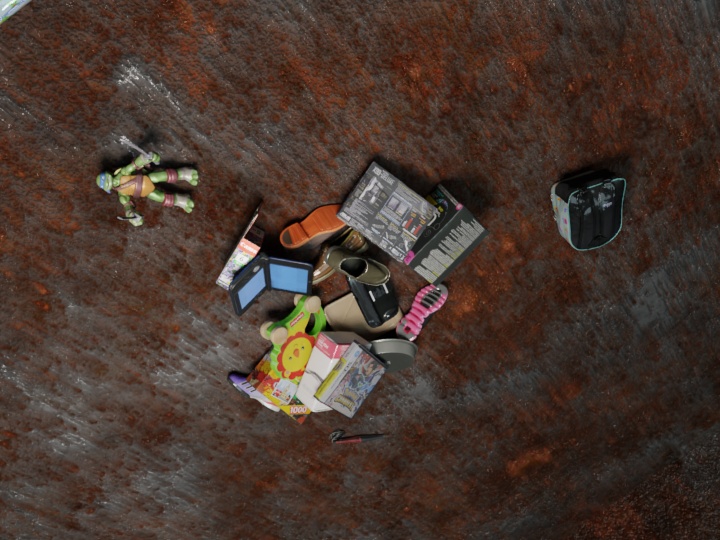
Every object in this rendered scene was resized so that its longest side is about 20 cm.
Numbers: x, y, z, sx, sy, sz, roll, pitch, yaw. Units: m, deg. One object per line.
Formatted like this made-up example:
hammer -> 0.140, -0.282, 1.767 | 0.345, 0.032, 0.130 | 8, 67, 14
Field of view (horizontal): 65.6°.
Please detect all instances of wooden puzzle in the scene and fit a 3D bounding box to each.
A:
wooden puzzle -> 0.011, 0.124, 1.587 | 0.199, 0.037, 0.186 | -30, 125, -4

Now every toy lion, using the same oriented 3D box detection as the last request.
toy lion -> -0.165, 0.185, 1.486 | 0.200, 0.068, 0.193 | -43, 128, -27

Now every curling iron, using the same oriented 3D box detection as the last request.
curling iron -> -0.008, 0.553, 1.851 | 0.198, 0.026, 0.050 | 10, 120, -24

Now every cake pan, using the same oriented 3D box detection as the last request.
cake pan -> 0.070, 0.254, 1.627 | 0.198, 0.037, 0.201 | -4, 150, -2

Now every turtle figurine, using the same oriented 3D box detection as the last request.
turtle figurine -> -0.433, -0.168, 1.166 | 0.193, 0.199, 0.145 | -3, 85, -41

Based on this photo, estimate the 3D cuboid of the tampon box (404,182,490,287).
tampon box -> 0.199, -0.092, 1.440 | 0.200, 0.150, 0.126 | -46, 124, 12

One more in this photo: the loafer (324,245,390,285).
loafer -> 0.000, 0.000, 1.407 | 0.199, 0.070, 0.076 | 17, 107, -35

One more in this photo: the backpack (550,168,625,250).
backpack -> 0.622, -0.165, 1.536 | 0.174, 0.153, 0.201 | -19, 116, -3

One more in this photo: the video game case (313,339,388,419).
video game case -> -0.020, 0.300, 1.512 | 0.181, 0.025, 0.200 | -53, 142, -8

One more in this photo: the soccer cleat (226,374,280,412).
soccer cleat -> -0.293, 0.335, 1.602 | 0.200, 0.068, 0.073 | 39, 84, -32

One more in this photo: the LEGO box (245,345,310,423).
LEGO box -> -0.198, 0.311, 1.575 | 0.149, 0.077, 0.200 | -51, 126, -12

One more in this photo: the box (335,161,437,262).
box -> 0.062, -0.141, 1.358 | 0.199, 0.050, 0.158 | 34, 89, -9

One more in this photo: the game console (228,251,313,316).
game console -> -0.213, 0.049, 1.351 | 0.171, 0.118, 0.200 | -48, 168, -22

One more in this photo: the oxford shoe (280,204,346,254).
oxford shoe -> -0.107, -0.103, 1.395 | 0.199, 0.072, 0.073 | -24, 158, -11

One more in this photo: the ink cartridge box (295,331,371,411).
ink cartridge box -> -0.073, 0.273, 1.523 | 0.145, 0.085, 0.201 | 8, 106, -49

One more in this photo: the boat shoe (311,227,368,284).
boat shoe -> -0.078, -0.042, 1.433 | 0.199, 0.072, 0.068 | -36, 124, -7

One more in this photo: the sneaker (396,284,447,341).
sneaker -> 0.183, 0.123, 1.629 | 0.200, 0.079, 0.095 | -50, 159, 2

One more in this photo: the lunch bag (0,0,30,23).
lunch bag -> -0.650, -0.503, 0.937 | 0.199, 0.083, 0.161 | -35, 126, 5

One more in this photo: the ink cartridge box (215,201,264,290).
ink cartridge box -> -0.268, -0.057, 1.325 | 0.050, 0.109, 0.201 | 30, 108, -15

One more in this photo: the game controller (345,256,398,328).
game controller -> 0.035, 0.062, 1.521 | 0.104, 0.042, 0.201 | -34, 119, -17
